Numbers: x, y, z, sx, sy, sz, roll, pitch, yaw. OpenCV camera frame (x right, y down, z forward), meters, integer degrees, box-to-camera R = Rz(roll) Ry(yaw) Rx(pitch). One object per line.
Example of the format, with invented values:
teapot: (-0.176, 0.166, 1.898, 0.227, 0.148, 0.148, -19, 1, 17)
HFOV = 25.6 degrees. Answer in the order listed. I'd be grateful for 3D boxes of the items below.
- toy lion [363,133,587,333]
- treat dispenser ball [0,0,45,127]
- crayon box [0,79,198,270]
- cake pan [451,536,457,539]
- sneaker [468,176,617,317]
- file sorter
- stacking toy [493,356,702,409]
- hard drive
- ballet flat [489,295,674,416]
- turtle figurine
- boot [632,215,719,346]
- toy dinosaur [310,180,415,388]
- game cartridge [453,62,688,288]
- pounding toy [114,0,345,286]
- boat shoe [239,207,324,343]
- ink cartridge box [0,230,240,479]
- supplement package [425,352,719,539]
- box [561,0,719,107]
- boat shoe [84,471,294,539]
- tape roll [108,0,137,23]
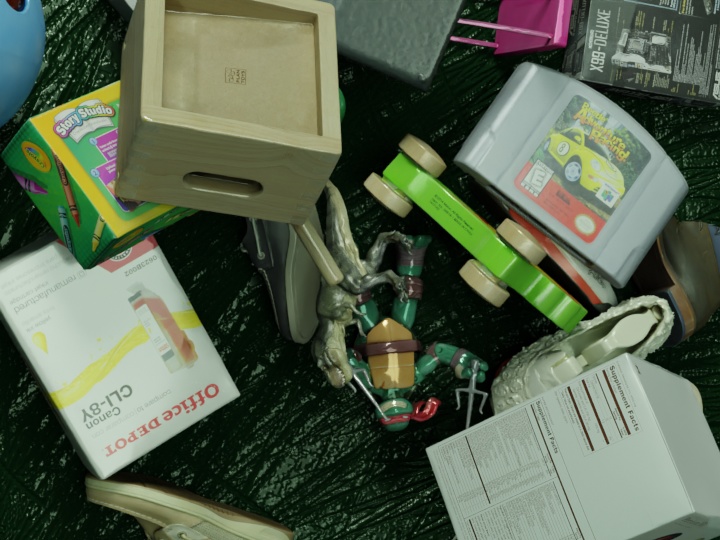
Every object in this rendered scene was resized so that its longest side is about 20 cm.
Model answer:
toy lion: (0.116, -0.023, 1.435, 0.200, 0.192, 0.069, 44, 97, 23)
treat dispenser ball: (-0.349, -0.189, 1.238, 0.201, 0.201, 0.201, -1, 94, -18)
crayon box: (-0.182, -0.095, 1.311, 0.119, 0.058, 0.200, 53, 43, 4)
cake pan: (0.165, 0.323, 1.534, 0.200, 0.037, 0.200, -1, 94, -18)
sneaker: (0.205, -0.052, 1.504, 0.108, 0.067, 0.201, -45, 103, -8)
file sorter: (0.114, -0.304, 1.418, 0.125, 0.139, 0.200, 7, 92, -17)
stacking toy: (0.223, 0.124, 1.520, 0.200, 0.085, 0.085, 16, 89, -14)
hard drive: (-0.007, -0.252, 1.331, 0.200, 0.033, 0.140, 23, 93, -1)
ballet flat: (0.205, 0.078, 1.458, 0.200, 0.072, 0.072, -32, 103, -12)
turtle figurine: (0.028, 0.072, 1.438, 0.150, 0.101, 0.200, -6, 83, -25)
boot: (0.301, -0.035, 1.548, 0.097, 0.075, 0.200, -25, 102, -33)
toy dinosaur: (0.000, 0.000, 1.384, 0.088, 0.047, 0.200, -7, 64, 17)
game cartridge: (0.200, -0.094, 1.452, 0.200, 0.041, 0.133, 36, 79, -11)
pounding toy: (-0.092, -0.111, 1.271, 0.200, 0.142, 0.184, 9, 55, -17)
boat shoe: (-0.076, -0.033, 1.428, 0.063, 0.073, 0.200, 0, 103, 24)
ink cartridge box: (-0.216, 0.057, 1.363, 0.145, 0.083, 0.200, -31, 103, -15)
supplement package: (0.202, 0.190, 1.387, 0.200, 0.191, 0.147, -28, 68, 20)
box: (0.284, -0.266, 1.524, 0.158, 0.050, 0.200, 6, 92, -18)
boat shoe: (-0.157, 0.231, 1.404, 0.200, 0.072, 0.065, 23, 87, -25)
tape roll: (-0.132, -0.289, 1.376, 0.200, 0.066, 0.200, -1, 94, -18)
